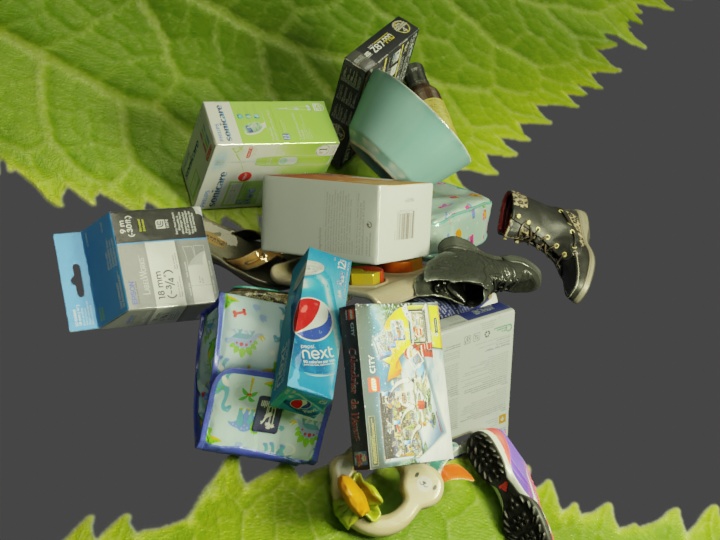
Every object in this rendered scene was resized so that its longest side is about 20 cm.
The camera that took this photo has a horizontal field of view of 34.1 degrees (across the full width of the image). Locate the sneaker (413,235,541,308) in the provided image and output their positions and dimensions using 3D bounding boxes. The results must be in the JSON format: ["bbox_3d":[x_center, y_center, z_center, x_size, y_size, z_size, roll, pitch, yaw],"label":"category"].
[{"bbox_3d":[0.168,0.017,1.642,0.197,0.060,0.105,20,41,-17],"label":"sneaker"}]

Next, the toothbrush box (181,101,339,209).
[{"bbox_3d":[-0.150,-0.172,1.740,0.197,0.146,0.087,-3,56,-27],"label":"toothbrush box"}]

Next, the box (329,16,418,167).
[{"bbox_3d":[0.014,-0.282,1.861,0.049,0.202,0.161,32,48,13],"label":"box"}]

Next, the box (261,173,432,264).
[{"bbox_3d":[-0.019,-0.077,1.651,0.197,0.109,0.151,8,9,31],"label":"box"}]

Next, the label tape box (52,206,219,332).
[{"bbox_3d":[-0.301,-0.003,1.581,0.197,0.063,0.147,-5,70,-29],"label":"label tape box"}]

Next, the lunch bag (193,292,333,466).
[{"bbox_3d":[-0.128,0.146,1.536,0.167,0.127,0.204,11,69,-19],"label":"lunch bag"}]

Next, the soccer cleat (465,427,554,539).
[{"bbox_3d":[0.219,0.306,1.612,0.073,0.068,0.202,-5,59,-49],"label":"soccer cleat"}]

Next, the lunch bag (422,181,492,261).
[{"bbox_3d":[0.099,-0.079,1.786,0.158,0.079,0.199,17,22,30],"label":"lunch bag"}]

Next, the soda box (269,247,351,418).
[{"bbox_3d":[-0.062,0.077,1.486,0.063,0.068,0.203,17,57,-16],"label":"soda box"}]

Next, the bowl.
[{"bbox_3d":[0.058,-0.190,1.738,0.200,0.201,0.105,42,88,10],"label":"bowl"}]

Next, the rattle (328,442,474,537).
[{"bbox_3d":[0.061,0.258,1.500,0.196,0.144,0.132,-6,54,-8],"label":"rattle"}]

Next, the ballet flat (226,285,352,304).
[{"bbox_3d":[-0.093,0.058,1.659,0.196,0.068,0.077,-2,78,-20],"label":"ballet flat"}]

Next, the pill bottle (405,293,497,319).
[{"bbox_3d":[0.101,0.080,1.688,0.116,0.116,0.199,45,49,12],"label":"pill bottle"}]

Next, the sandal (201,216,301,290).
[{"bbox_3d":[-0.162,-0.033,1.690,0.197,0.055,0.082,25,49,-6],"label":"sandal"}]

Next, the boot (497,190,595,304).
[{"bbox_3d":[0.300,-0.043,1.901,0.148,0.074,0.202,19,46,-12],"label":"boot"}]

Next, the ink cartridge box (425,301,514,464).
[{"bbox_3d":[0.126,0.162,1.622,0.194,0.204,0.043,-14,26,-33],"label":"ink cartridge box"}]

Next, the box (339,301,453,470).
[{"bbox_3d":[0.046,0.143,1.477,0.135,0.037,0.204,0,81,-36],"label":"box"}]

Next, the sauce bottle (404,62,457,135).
[{"bbox_3d":[0.117,-0.267,1.989,0.064,0.065,0.203,-1,58,-25],"label":"sauce bottle"}]

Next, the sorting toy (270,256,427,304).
[{"bbox_3d":[0.000,0.000,1.654,0.197,0.037,0.184,14,19,34],"label":"sorting toy"}]
